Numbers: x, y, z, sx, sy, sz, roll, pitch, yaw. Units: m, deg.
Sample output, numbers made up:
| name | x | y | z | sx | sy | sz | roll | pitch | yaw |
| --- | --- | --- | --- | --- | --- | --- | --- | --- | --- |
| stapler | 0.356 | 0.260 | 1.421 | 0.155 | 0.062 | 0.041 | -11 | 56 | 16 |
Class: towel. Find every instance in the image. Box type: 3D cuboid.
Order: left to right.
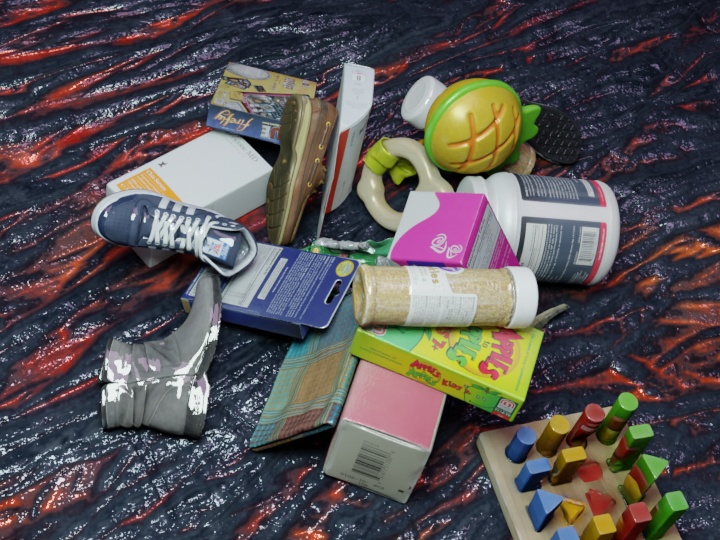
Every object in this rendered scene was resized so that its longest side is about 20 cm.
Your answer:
| name | x | y | z | sx | sy | sz | roll | pitch | yaw |
| --- | --- | --- | --- | --- | --- | --- | --- | --- | --- |
| towel | -0.052 | 0.113 | 1.423 | 0.022 | 0.146 | 0.201 | 42 | 47 | -24 |

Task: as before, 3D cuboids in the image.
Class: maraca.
| name | x | y | z | sx | sy | sz | roll | pitch | yaw |
| --- | --- | --- | --- | --- | --- | --- | --- | --- | --- |
| maraca | 0.160 | -0.183 | 1.587 | 0.199 | 0.138 | 0.107 | 10 | 35 | -47 |

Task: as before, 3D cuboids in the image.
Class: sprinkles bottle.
| name | x | y | z | sx | sy | sz | roll | pitch | yaw |
| --- | --- | --- | --- | --- | --- | --- | --- | --- | --- |
| sprinkles bottle | 0.093 | 0.029 | 1.334 | 0.197 | 0.069 | 0.069 | 1 | 53 | -15 |
| sprinkles bottle | 0.151 | -0.189 | 1.683 | 0.199 | 0.068 | 0.069 | 30 | 45 | -27 |

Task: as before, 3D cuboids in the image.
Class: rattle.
| name | x | y | z | sx | sy | sz | roll | pitch | yaw |
| --- | --- | --- | --- | --- | --- | --- | --- | --- | --- |
| rattle | 0.101 | -0.096 | 1.644 | 0.199 | 0.131 | 0.142 | 31 | 8 | 30 |

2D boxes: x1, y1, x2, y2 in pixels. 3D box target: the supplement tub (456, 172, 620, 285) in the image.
| name | x | y | z | sx | sy | sz | roll | pitch | yaw |
| --- | --- | --- | --- | --- | --- | --- | --- | --- | --- |
| supplement tub | 0.230 | -0.056 | 1.614 | 0.197 | 0.141 | 0.142 | 4 | 52 | -11 |

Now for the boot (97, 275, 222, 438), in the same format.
| name | x | y | z | sx | sy | sz | roll | pitch | yaw |
| --- | --- | --- | --- | --- | --- | --- | --- | --- | --- |
| boot | -0.232 | 0.090 | 1.408 | 0.130 | 0.070 | 0.202 | 10 | 66 | -7 |

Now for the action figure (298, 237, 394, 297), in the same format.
| name | x | y | z | sx | sy | sz | roll | pitch | yaw |
| --- | --- | --- | --- | --- | --- | --- | --- | --- | --- |
| action figure | 0.000 | 0.000 | 1.555 | 0.197 | 0.055 | 0.120 | 9 | 83 | 8 |

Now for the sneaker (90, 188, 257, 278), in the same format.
| name | x | y | z | sx | sy | sz | roll | pitch | yaw |
| --- | --- | --- | --- | --- | --- | --- | --- | --- | --- |
| sneaker | -0.213 | -0.043 | 1.445 | 0.198 | 0.071 | 0.108 | 7 | 15 | -42 |

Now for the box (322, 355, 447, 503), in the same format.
| name | x | y | z | sx | sy | sz | roll | pitch | yaw |
| --- | --- | --- | --- | --- | --- | --- | --- | --- | --- |
| box | 0.041 | 0.143 | 1.421 | 0.108 | 0.128 | 0.201 | 19 | 50 | 1 |

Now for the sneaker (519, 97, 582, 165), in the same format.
| name | x | y | z | sx | sy | sz | roll | pitch | yaw |
| --- | --- | --- | --- | --- | --- | --- | --- | --- | --- |
| sneaker | 0.235 | -0.218 | 1.785 | 0.198 | 0.083 | 0.072 | 25 | 89 | -20 |

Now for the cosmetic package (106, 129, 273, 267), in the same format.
| name | x | y | z | sx | sy | sz | roll | pitch | yaw |
| --- | --- | --- | --- | --- | --- | --- | --- | --- | --- |
| cosmetic package | -0.222 | -0.100 | 1.580 | 0.199 | 0.072 | 0.101 | -33 | 66 | -33 |

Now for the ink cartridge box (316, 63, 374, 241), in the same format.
| name | x | y | z | sx | sy | sz | roll | pitch | yaw |
| --- | --- | --- | --- | --- | --- | --- | --- | --- | --- |
| ink cartridge box | -0.020 | -0.144 | 1.605 | 0.056 | 0.163 | 0.202 | 6 | 51 | -8 |

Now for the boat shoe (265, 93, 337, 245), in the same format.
| name | x | y | z | sx | sy | sz | roll | pitch | yaw |
| --- | --- | --- | --- | --- | --- | --- | --- | --- | --- |
| boat shoe | -0.075 | -0.124 | 1.567 | 0.067 | 0.202 | 0.072 | 5 | 20 | -26 |

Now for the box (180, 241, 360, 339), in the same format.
| name | x | y | z | sx | sy | sz | roll | pitch | yaw |
| --- | --- | --- | --- | --- | --- | --- | --- | --- | --- |
| box | -0.107 | 0.020 | 1.502 | 0.198 | 0.033 | 0.122 | 10 | 48 | 22 |

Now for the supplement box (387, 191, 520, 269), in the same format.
| name | x | y | z | sx | sy | sz | roll | pitch | yaw |
| --- | --- | --- | --- | --- | --- | --- | --- | --- | --- |
| supplement box | 0.123 | 0.003 | 1.469 | 0.100 | 0.201 | 0.104 | 4 | 57 | 30 |

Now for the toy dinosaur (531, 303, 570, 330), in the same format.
| name | x | y | z | sx | sy | sz | roll | pitch | yaw |
| --- | --- | --- | --- | --- | --- | --- | --- | --- | --- |
| toy dinosaur | 0.189 | 0.085 | 1.560 | 0.088 | 0.048 | 0.200 | 36 | 51 | 6 |

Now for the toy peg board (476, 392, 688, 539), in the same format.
| name | x | y | z | sx | sy | sz | roll | pitch | yaw |
| --- | --- | --- | --- | --- | --- | --- | --- | --- | --- |
| toy peg board | 0.268 | 0.243 | 1.422 | 0.197 | 0.098 | 0.202 | -7 | 55 | -19 |

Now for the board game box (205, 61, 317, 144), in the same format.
| name | x | y | z | sx | sy | sz | roll | pitch | yaw |
| --- | --- | --- | --- | --- | --- | --- | --- | --- | --- |
| board game box | -0.132 | -0.229 | 1.672 | 0.134 | 0.035 | 0.201 | 13 | 25 | -4 |

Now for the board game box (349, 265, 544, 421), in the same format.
| name | x | y | z | sx | sy | sz | roll | pitch | yaw |
| --- | --- | --- | --- | --- | --- | --- | --- | --- | --- |
| board game box | 0.098 | 0.081 | 1.371 | 0.198 | 0.048 | 0.102 | 23 | 50 | 2 |
